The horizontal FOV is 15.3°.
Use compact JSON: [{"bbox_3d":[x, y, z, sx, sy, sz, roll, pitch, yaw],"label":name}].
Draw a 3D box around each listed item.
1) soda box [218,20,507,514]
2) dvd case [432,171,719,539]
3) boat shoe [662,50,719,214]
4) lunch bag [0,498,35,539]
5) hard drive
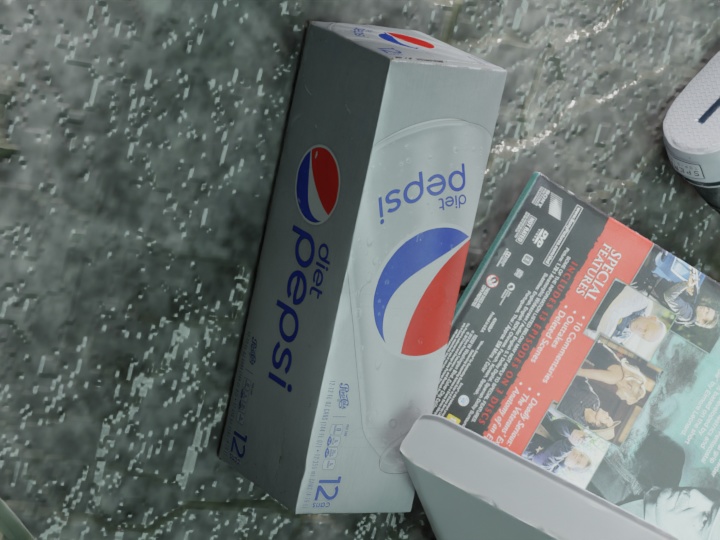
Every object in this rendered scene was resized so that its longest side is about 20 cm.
[{"bbox_3d":[0.000,0.000,1.141,0.063,0.068,0.201,2,106,-35],"label":"soda box"},{"bbox_3d":[0.127,0.068,1.223,0.199,0.022,0.147,30,90,-6],"label":"dvd case"},{"bbox_3d":[0.226,-0.103,1.263,0.200,0.072,0.071,-40,135,-3],"label":"boat shoe"},{"bbox_3d":[-0.211,0.128,1.019,0.164,0.117,0.200,-45,133,-12],"label":"lunch bag"},{"bbox_3d":[0.093,0.142,1.176,0.027,0.131,0.200,-55,153,-19],"label":"hard drive"}]
